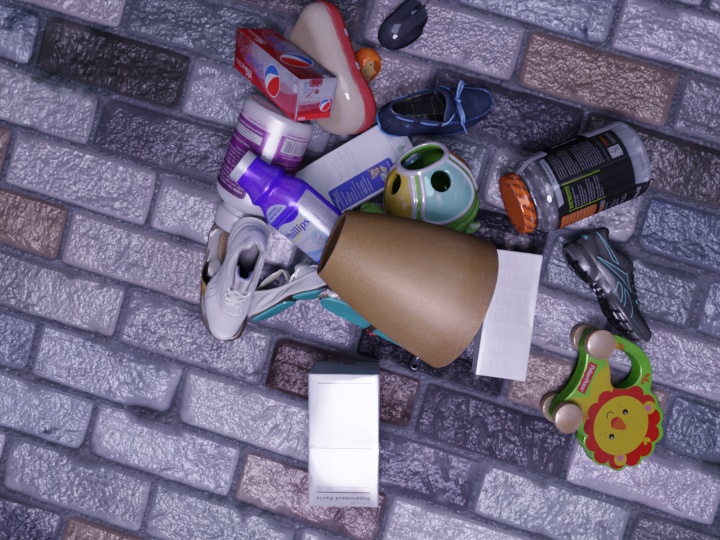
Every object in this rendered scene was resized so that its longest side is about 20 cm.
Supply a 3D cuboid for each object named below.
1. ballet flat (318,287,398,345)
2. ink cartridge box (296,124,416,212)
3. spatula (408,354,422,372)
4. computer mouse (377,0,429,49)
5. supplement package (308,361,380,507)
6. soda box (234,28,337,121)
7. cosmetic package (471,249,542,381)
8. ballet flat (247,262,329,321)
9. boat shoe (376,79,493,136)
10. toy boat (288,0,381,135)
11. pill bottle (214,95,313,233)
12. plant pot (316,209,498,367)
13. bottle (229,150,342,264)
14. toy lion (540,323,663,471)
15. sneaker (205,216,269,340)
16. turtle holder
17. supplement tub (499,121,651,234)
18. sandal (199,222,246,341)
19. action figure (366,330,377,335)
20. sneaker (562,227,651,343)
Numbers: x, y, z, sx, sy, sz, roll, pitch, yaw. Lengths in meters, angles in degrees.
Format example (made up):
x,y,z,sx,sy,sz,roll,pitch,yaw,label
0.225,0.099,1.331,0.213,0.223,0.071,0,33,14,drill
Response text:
x,y,z,sx,sy,sz,roll,pitch,yaw,label
0.026,0.062,0.851,0.199,0.075,0.065,30,59,-22,ballet flat
-0.005,-0.160,0.914,0.198,0.039,0.100,-28,90,1,ink cartridge box
0.121,0.075,0.923,0.056,0.021,0.202,21,92,0,spatula
0.108,-0.437,0.907,0.200,0.034,0.059,-44,89,2,computer mouse
-0.025,0.254,0.887,0.112,0.110,0.203,1,91,2,supplement package
-0.119,-0.301,0.846,0.069,0.064,0.200,-16,47,-33,soda box
0.235,0.070,0.904,0.081,0.051,0.203,8,91,0,cosmetic package
-0.105,0.024,0.887,0.198,0.069,0.070,-21,90,26,ballet flat
0.126,-0.248,0.875,0.198,0.069,0.085,-20,87,-15,boat shoe
-0.023,-0.319,0.884,0.130,0.130,0.202,-19,90,-27,toy boat
-0.158,-0.156,0.868,0.111,0.112,0.202,27,110,1,pill bottle
0.048,0.005,0.747,0.198,0.186,0.188,24,92,-11,plant pot
-0.096,-0.089,0.803,0.200,0.066,0.083,40,136,-16,bottle
0.406,0.212,0.900,0.190,0.069,0.202,23,91,-6,toy lion
-0.191,0.021,0.844,0.074,0.087,0.202,13,110,-18,sneaker
0.086,-0.112,0.844,0.183,0.142,0.133,-12,133,9,turtle holder
0.325,-0.138,0.861,0.198,0.123,0.124,-21,90,2,supplement tub
-0.226,0.016,0.916,0.081,0.055,0.203,5,91,2,sandal
0.000,0.000,0.902,0.098,0.065,0.203,2,91,-7,action figure
0.409,0.024,0.886,0.079,0.075,0.201,-35,90,0,sneaker
